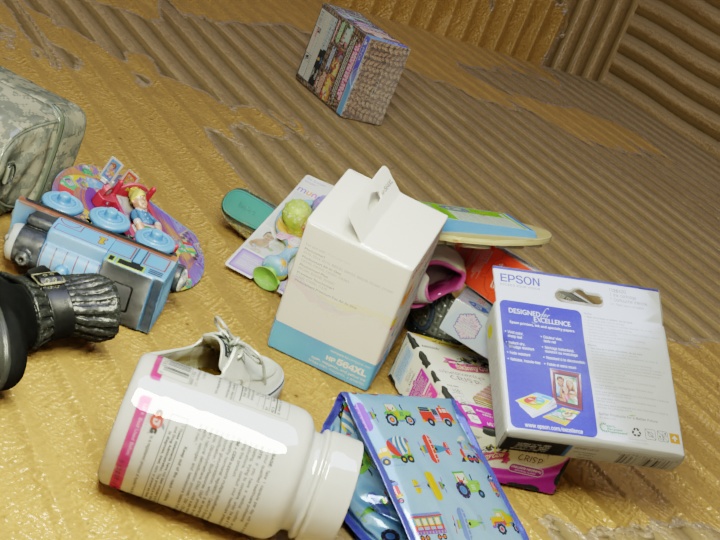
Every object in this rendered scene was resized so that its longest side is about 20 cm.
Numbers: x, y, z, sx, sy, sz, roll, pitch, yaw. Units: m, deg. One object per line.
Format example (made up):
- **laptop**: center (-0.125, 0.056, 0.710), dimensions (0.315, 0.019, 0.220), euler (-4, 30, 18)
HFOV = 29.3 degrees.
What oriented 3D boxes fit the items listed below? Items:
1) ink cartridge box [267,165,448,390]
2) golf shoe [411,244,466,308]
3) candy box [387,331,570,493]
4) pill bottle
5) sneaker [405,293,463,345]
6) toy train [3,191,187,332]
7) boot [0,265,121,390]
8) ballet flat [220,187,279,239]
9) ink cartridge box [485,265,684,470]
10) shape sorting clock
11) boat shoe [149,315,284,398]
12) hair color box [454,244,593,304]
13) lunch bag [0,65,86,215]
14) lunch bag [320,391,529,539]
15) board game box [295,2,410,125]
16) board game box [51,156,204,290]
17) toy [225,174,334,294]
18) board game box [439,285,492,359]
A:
- **ink cartridge box**: center (0.000, 0.000, 1.490), dimensions (0.125, 0.201, 0.129), euler (26, 37, 6)
- **golf shoe**: center (0.033, 0.015, 1.623), dimensions (0.199, 0.076, 0.092), euler (-22, 33, -13)
- **candy box**: center (0.126, 0.150, 1.481), dimensions (0.136, 0.061, 0.200), euler (15, 19, -25)
- **pill bottle**: center (-0.106, 0.153, 1.137), dimensions (0.199, 0.114, 0.113), euler (21, 19, -5)
- **sneaker**: center (0.081, 0.032, 1.739), dimensions (0.087, 0.075, 0.200), euler (12, 22, -45)
- **toy train**: center (-0.281, -0.015, 1.441), dimensions (0.199, 0.087, 0.114), euler (22, 25, -1)
- **boot**: center (-0.291, 0.051, 1.257), dimensions (0.157, 0.080, 0.211), euler (11, 21, -29)
- **ballet flat**: center (-0.092, -0.040, 1.759), dimensions (0.200, 0.071, 0.071), euler (32, 21, 20)
- **ink cartridge box**: center (0.228, 0.100, 1.428), dimensions (0.197, 0.047, 0.201), euler (9, 52, -13)
- **shape sorting clock**: center (0.123, -0.047, 1.603), dimensions (0.199, 0.039, 0.200), euler (9, 10, -2)
- **boat shoe**: center (-0.137, 0.087, 1.319), dimensions (0.074, 0.086, 0.201), euler (35, 23, 33)
- **hair color box**: center (0.183, 0.016, 1.643), dimensions (0.101, 0.061, 0.200), euler (28, 5, -25)
- **lunch bag**: center (-0.439, -0.156, 1.550), dimensions (0.199, 0.140, 0.168), euler (28, 13, 12)
- **lunch bag**: center (0.063, 0.210, 1.237), dimensions (0.150, 0.094, 0.200), euler (8, 33, -42)
- **board game box**: center (-0.017, -0.396, 2.637), dimensions (0.096, 0.160, 0.200), euler (8, 24, -36)
- **board game box**: center (-0.254, -0.061, 1.567), dimensions (0.200, 0.039, 0.158), euler (37, 27, -7)
- **toy**: center (-0.066, -0.052, 1.693), dimensions (0.115, 0.047, 0.200), euler (26, 51, 14)
- **board game box**: center (0.188, 0.092, 1.553), dimensions (0.199, 0.041, 0.200), euler (32, 6, 5)
